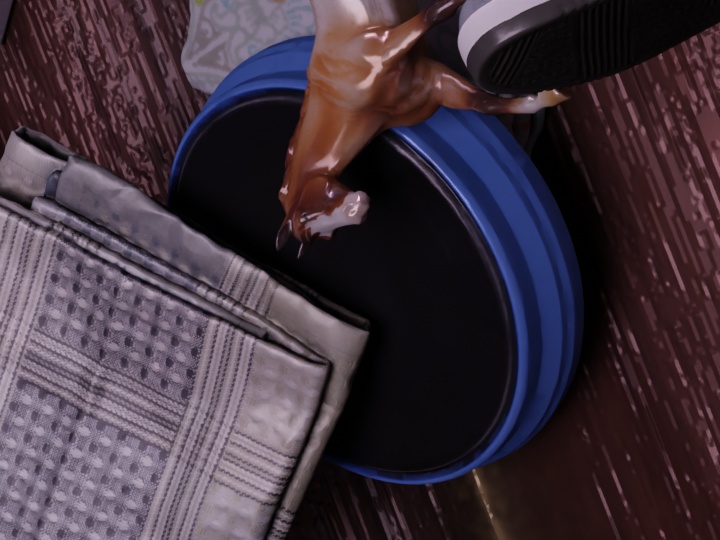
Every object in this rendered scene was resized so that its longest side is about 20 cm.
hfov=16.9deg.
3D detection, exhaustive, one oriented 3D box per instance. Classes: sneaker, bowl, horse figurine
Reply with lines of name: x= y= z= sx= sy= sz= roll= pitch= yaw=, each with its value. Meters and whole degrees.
sneaker: x=0.100 y=-0.151 z=0.863 sx=0.121 sy=0.199 sz=0.084 roll=58 pitch=161 yaw=17
bowl: x=0.000 y=0.000 z=1.020 sx=0.200 sy=0.039 sz=0.201 roll=22 pitch=129 yaw=29
horse figurine: x=0.009 y=-0.118 z=0.923 sx=0.132 sy=0.050 sz=0.201 roll=-20 pitch=78 yaw=44

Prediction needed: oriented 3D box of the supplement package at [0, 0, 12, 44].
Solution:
supplement package: x=-0.264 y=-0.190 z=1.149 sx=0.200 sy=0.114 sz=0.110 roll=33 pitch=121 yaw=24

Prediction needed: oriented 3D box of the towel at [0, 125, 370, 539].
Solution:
towel: x=-0.111 y=0.062 z=1.042 sx=0.192 sy=0.035 sz=0.201 roll=29 pitch=110 yaw=17

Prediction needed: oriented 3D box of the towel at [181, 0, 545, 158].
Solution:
towel: x=0.008 y=-0.152 z=1.006 sx=0.171 sy=0.048 sz=0.201 roll=20 pitch=113 yaw=34
